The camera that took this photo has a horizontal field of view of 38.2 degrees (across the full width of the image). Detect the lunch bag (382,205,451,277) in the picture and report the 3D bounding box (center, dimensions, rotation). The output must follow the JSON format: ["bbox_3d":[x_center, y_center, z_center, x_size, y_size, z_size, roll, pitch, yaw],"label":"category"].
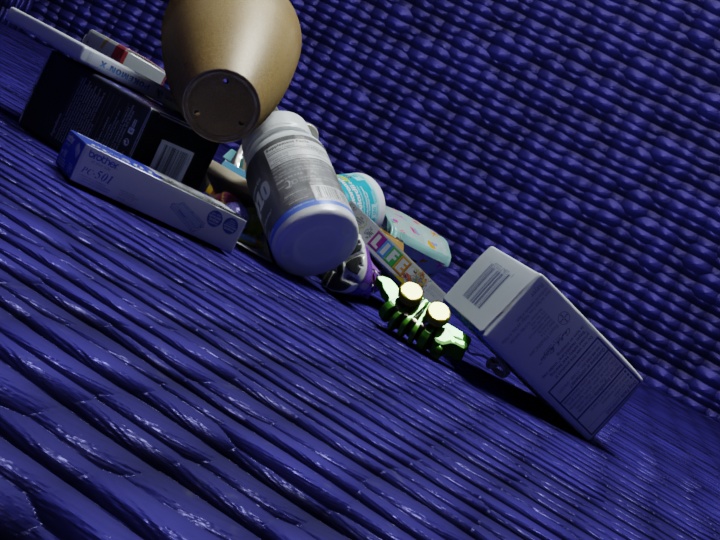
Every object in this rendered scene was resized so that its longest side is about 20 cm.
[{"bbox_3d":[0.074,-0.057,2.120,0.169,0.124,0.199,26,-1,-30],"label":"lunch bag"}]

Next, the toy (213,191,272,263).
[{"bbox_3d":[-0.163,-0.071,1.352,0.114,0.048,0.200,26,5,-13],"label":"toy"}]

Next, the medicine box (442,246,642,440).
[{"bbox_3d":[0.222,0.086,1.294,0.200,0.103,0.182,44,0,-16],"label":"medicine box"}]

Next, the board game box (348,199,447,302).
[{"bbox_3d":[0.040,-0.009,1.463,0.200,0.034,0.134,45,-7,-2],"label":"board game box"}]

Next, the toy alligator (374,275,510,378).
[{"bbox_3d":[0.085,0.077,1.234,0.199,0.060,0.054,37,52,15],"label":"toy alligator"}]

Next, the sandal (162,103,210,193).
[{"bbox_3d":[-0.260,-0.174,1.476,0.079,0.058,0.202,27,-29,15],"label":"sandal"}]

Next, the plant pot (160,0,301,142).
[{"bbox_3d":[-0.164,-0.243,1.275,0.184,0.187,0.201,26,30,-20],"label":"plant pot"}]

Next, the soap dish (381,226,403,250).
[{"bbox_3d":[-0.023,-0.066,1.886,0.198,0.082,0.157,27,5,-23],"label":"soap dish"}]

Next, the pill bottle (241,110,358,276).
[{"bbox_3d":[-0.083,-0.102,1.318,0.113,0.114,0.202,23,33,-43],"label":"pill bottle"}]

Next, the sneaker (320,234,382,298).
[{"bbox_3d":[0.000,0.000,1.377,0.083,0.081,0.200,33,4,-7],"label":"sneaker"}]

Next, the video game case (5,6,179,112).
[{"bbox_3d":[-0.342,-0.273,1.355,0.199,0.022,0.181,31,5,39],"label":"video game case"}]

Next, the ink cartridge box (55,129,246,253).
[{"bbox_3d":[-0.230,-0.087,1.146,0.198,0.045,0.094,25,4,-31],"label":"ink cartridge box"}]

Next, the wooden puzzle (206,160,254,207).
[{"bbox_3d":[-0.136,-0.089,1.488,0.183,0.038,0.200,30,-12,15],"label":"wooden puzzle"}]

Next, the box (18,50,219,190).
[{"bbox_3d":[-0.303,-0.175,1.307,0.198,0.106,0.147,31,6,27],"label":"box"}]

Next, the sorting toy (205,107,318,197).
[{"bbox_3d":[-0.147,-0.172,1.694,0.106,0.182,0.199,32,6,43],"label":"sorting toy"}]

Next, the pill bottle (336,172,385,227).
[{"bbox_3d":[-0.056,-0.096,1.668,0.110,0.113,0.198,30,26,31],"label":"pill bottle"}]

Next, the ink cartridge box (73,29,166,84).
[{"bbox_3d":[-0.404,-0.289,1.664,0.082,0.147,0.199,25,6,-36],"label":"ink cartridge box"}]
